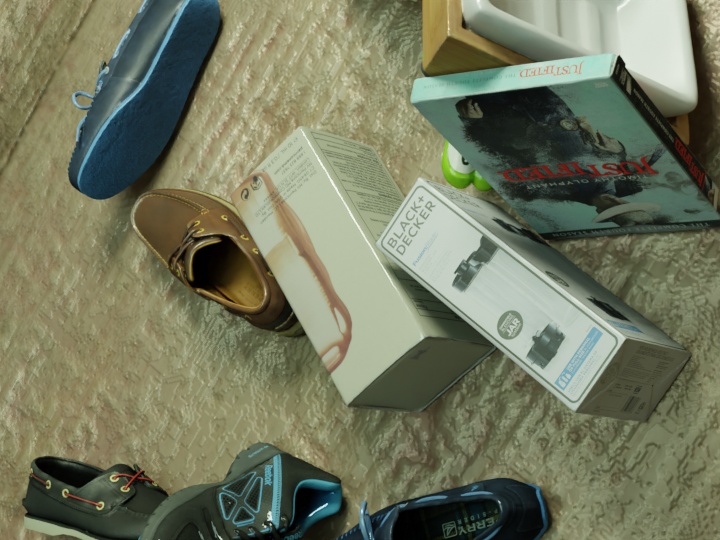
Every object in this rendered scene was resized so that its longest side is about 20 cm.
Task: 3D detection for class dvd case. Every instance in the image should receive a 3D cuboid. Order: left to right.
[{"bbox_3d":[0.143,-0.077,1.150,0.146,0.200,0.022,-3,63,33],"label":"dvd case"}]

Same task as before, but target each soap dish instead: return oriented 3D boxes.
[{"bbox_3d":[0.128,-0.171,1.161,0.081,0.200,0.158,-40,39,44],"label":"soap dish"}]

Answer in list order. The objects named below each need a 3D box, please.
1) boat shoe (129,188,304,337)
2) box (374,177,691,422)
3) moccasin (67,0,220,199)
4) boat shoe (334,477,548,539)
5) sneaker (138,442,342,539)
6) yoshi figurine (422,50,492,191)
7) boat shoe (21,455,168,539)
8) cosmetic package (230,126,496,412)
[{"bbox_3d":[-0.118,-0.015,1.391,0.200,0.068,0.072,33,101,33],"label":"boat shoe"},{"bbox_3d":[0.118,0.020,1.199,0.200,0.117,0.060,40,105,32],"label":"box"},{"bbox_3d":[-0.188,-0.153,1.465,0.068,0.080,0.200,30,85,38],"label":"moccasin"},{"bbox_3d":[0.036,0.190,1.254,0.200,0.069,0.084,-32,66,26],"label":"boat shoe"},{"bbox_3d":[-0.091,0.190,1.271,0.082,0.200,0.073,13,123,30],"label":"sneaker"},{"bbox_3d":[0.095,-0.159,1.252,0.112,0.112,0.200,1,86,27],"label":"yoshi figurine"},{"bbox_3d":[-0.198,0.190,1.407,0.201,0.074,0.063,5,93,39],"label":"boat shoe"},{"bbox_3d":[0.000,0.000,1.290,0.087,0.103,0.200,-43,60,23],"label":"cosmetic package"}]
